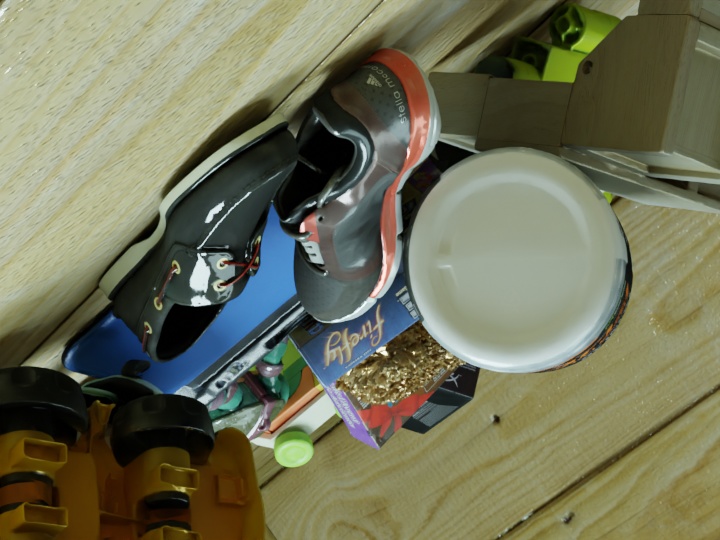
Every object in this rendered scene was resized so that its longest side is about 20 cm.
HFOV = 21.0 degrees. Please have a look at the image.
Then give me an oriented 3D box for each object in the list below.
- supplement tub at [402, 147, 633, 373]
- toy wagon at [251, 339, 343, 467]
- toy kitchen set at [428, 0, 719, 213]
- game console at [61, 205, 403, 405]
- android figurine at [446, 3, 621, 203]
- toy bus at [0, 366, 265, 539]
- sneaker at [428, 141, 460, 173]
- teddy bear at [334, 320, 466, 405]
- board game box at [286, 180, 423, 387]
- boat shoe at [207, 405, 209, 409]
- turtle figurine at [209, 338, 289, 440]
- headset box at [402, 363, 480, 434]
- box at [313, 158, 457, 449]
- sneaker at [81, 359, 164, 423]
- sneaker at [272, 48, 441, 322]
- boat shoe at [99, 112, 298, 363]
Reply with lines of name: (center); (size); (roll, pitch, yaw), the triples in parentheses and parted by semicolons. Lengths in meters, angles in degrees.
supplement tub: (0.097, -0.002, 1.133); (0.122, 0.123, 0.200); (-37, 172, 7)
toy wagon: (-0.059, 0.089, 1.610); (0.200, 0.039, 0.156); (-40, -143, 21)
toy kitchen set: (0.174, -0.139, 1.178); (0.162, 0.182, 0.199); (15, 176, -41)
game console: (-0.079, -0.012, 1.250); (0.200, 0.118, 0.171); (-39, -156, 24)
android figurine: (0.136, -0.089, 1.335); (0.199, 0.041, 0.184); (8, 101, -52)
toy bus: (-0.179, 0.160, 1.117); (0.198, 0.137, 0.192); (12, 146, -30)
sneaker: (0.113, -0.110, 1.386); (0.200, 0.074, 0.079); (-39, 172, -49)
teddy bear: (0.067, 0.026, 1.375); (0.198, 0.067, 0.145); (-17, -157, -16)
board game box: (0.000, 0.000, 1.332); (0.135, 0.035, 0.200); (-36, -161, -2)
boat shoe: (-0.180, 0.123, 1.377); (0.073, 0.075, 0.200); (13, 139, -39)
turtle figurine: (-0.104, 0.086, 1.507); (0.149, 0.101, 0.200); (-39, 168, 22)
headset box: (0.062, 0.019, 1.624); (0.149, 0.074, 0.202); (132, -26, -68)
box: (0.041, 0.018, 1.480); (0.200, 0.137, 0.039); (-45, -145, -19)
sneaker: (-0.188, 0.104, 1.224); (0.199, 0.074, 0.118); (-5, 146, 22)
sneaker: (-0.022, -0.040, 1.076); (0.081, 0.077, 0.201); (-24, 148, -32)
boat shoe: (-0.077, -0.016, 1.041); (0.073, 0.063, 0.201); (-29, 169, -37)
